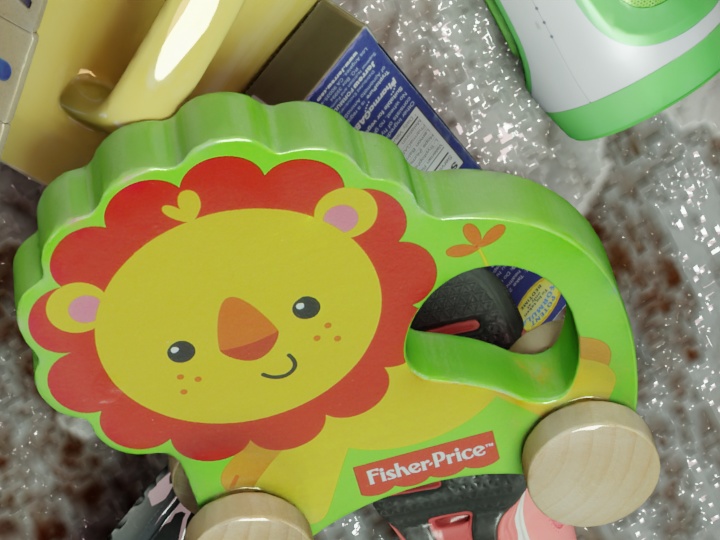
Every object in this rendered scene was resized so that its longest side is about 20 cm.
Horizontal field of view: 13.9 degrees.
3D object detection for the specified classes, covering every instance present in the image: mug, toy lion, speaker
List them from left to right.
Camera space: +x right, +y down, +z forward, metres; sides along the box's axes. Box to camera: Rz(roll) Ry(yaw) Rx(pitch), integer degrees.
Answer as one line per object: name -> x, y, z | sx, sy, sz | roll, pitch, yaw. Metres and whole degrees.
mug -> -0.092, -0.108, 1.049 | 0.149, 0.187, 0.154 | 32, 96, 11
toy lion -> -0.010, 0.018, 1.003 | 0.199, 0.069, 0.192 | -14, 129, 1
speaker -> 0.065, -0.153, 1.128 | 0.088, 0.088, 0.201 | -32, 103, -10

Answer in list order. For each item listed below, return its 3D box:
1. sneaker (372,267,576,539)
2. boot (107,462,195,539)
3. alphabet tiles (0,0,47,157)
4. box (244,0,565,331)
sneaker -> 0.044, 0.086, 1.144 | 0.073, 0.087, 0.201 | -6, 107, 12
boot -> -0.022, 0.172, 1.117 | 0.200, 0.066, 0.165 | 37, 98, 4
alphabet tiles -> -0.193, -0.109, 1.023 | 0.200, 0.006, 0.167 | 29, 113, 22
box -> 0.000, 0.000, 1.117 | 0.121, 0.032, 0.200 | -51, 140, -6
